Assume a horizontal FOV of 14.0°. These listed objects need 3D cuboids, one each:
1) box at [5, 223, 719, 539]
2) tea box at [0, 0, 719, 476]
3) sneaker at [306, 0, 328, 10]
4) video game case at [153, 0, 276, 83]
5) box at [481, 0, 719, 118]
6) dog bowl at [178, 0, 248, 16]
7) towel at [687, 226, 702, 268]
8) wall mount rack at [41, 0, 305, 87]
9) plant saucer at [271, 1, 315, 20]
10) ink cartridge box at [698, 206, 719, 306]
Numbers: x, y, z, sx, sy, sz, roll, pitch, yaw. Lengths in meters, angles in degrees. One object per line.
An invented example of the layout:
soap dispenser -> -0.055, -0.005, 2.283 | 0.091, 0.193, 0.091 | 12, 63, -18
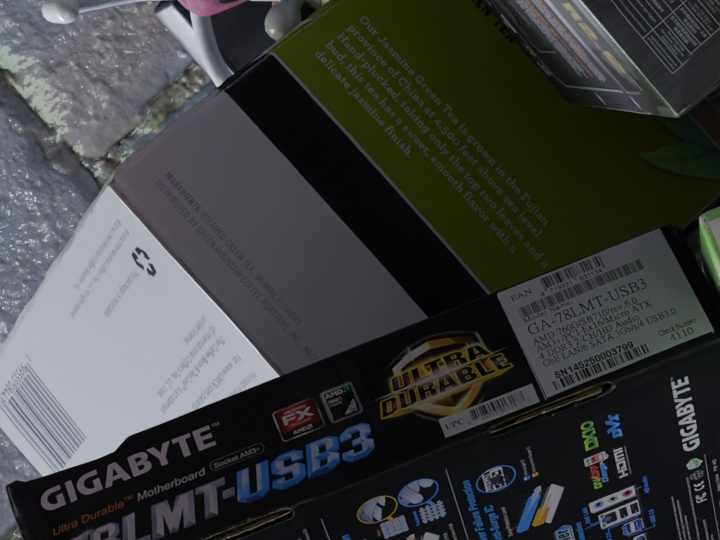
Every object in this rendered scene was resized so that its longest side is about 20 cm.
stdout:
box -> 0.019, 0.093, 0.853 | 0.200, 0.198, 0.050 | 71, 178, -52
tea box -> 0.000, 0.000, 0.990 | 0.134, 0.197, 0.200 | 49, 150, 3
sneaker -> -0.016, -0.152, 1.121 | 0.200, 0.076, 0.077 | 47, -176, -18
video game case -> 0.012, -0.085, 1.287 | 0.200, 0.143, 0.019 | 48, 141, -18
box -> 0.026, -0.133, 0.801 | 0.200, 0.048, 0.158 | 49, 178, -7
dog bowl -> -0.067, -0.149, 0.740 | 0.200, 0.074, 0.200 | 49, 178, 2
towel -> 0.077, 0.046, 0.999 | 0.023, 0.153, 0.200 | 39, -163, 4
wall mount rack -> -0.056, -0.147, 1.004 | 0.174, 0.074, 0.200 | 7, 108, 53
plant saucer -> 0.036, -0.060, 1.216 | 0.200, 0.037, 0.201 | 32, -153, -18
ink cartridge box -> 0.149, 0.041, 0.831 | 0.200, 0.067, 0.117 | 52, -165, -79
